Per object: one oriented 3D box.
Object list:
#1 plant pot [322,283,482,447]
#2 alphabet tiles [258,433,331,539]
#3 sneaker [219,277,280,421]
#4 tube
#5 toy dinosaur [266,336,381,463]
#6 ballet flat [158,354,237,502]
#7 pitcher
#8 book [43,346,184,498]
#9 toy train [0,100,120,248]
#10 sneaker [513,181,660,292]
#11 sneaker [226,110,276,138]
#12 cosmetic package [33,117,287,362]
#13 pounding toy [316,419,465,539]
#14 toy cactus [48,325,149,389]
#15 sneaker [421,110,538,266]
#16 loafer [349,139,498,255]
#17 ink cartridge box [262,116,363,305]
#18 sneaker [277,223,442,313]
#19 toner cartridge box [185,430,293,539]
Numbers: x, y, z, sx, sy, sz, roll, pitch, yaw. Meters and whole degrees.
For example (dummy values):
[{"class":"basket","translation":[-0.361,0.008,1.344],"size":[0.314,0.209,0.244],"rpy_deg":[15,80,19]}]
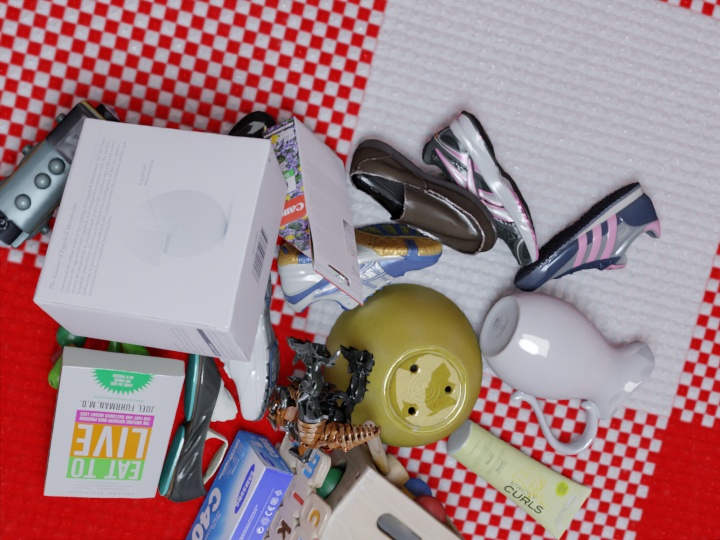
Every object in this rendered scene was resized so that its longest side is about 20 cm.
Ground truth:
[{"class":"plant pot","translation":[0.063,0.125,1.336],"size":[0.198,0.142,0.202],"rpy_deg":[-1,98,-10]},{"class":"alphabet tiles","translation":[-0.096,0.287,1.309],"size":[0.015,0.195,0.201],"rpy_deg":[22,93,-31]},{"class":"sneaker","translation":[-0.143,0.079,1.342],"size":[0.086,0.075,0.202],"rpy_deg":[-5,94,6]},{"class":"tube","translation":[0.199,0.259,1.426],"size":[0.199,0.052,0.058],"rpy_deg":[36,131,-17]},{"class":"toy dinosaur","translation":[-0.035,0.150,1.247],"size":[0.102,0.199,0.137],"rpy_deg":[13,90,-54]},{"class":"ballet flat","translation":[-0.188,0.181,1.345],"size":[0.068,0.068,0.202],"rpy_deg":[10,106,-20]},{"class":"pitcher","translation":[0.236,0.127,1.382],"size":[0.199,0.121,0.173],"rpy_deg":[25,96,-23]},{"class":"book","translation":[-0.282,0.176,1.289],"size":[0.132,0.048,0.201],"rpy_deg":[7,126,-15]},{"class":"toy train","translation":[-0.343,-0.106,1.251],"size":[0.200,0.114,0.085],"rpy_deg":[-46,101,-1]},{"class":"sneaker","translation":[0.283,-0.021,1.390],"size":[0.199,0.070,0.082],"rpy_deg":[-36,99,-2]},{"class":"sneaker","translation":[-0.150,-0.090,1.298],"size":[0.070,0.090,0.201],"rpy_deg":[31,92,-12]},{"class":"cosmetic package","translation":[-0.195,-0.030,1.148],"size":[0.198,0.123,0.201],"rpy_deg":[9,71,8]},{"class":"pounding toy","translation":[0.023,0.267,1.326],"size":[0.200,0.184,0.142],"rpy_deg":[40,89,-12]},{"class":"toy cactus","translation":[-0.292,0.042,1.304],"size":[0.200,0.102,0.165],"rpy_deg":[-42,83,0]},{"class":"sneaker","translation":[0.143,-0.090,1.366],"size":[0.086,0.080,0.201],"rpy_deg":[-28,101,16]},{"class":"loafer","translation":[0.066,-0.072,1.323],"size":[0.199,0.071,0.073],"rpy_deg":[31,135,7]},{"class":"ink cartridge box","translation":[-0.053,-0.059,1.257],"size":[0.050,0.109,0.201],"rpy_deg":[-22,57,22]},{"class":"sneaker","translation":[0.000,0.000,1.355],"size":[0.198,0.075,0.089],"rpy_deg":[-6,116,-7]},{"class":"toner cartridge box","translation":[-0.154,0.300,1.334],"size":[0.043,0.095,0.201],"rpy_deg":[22,98,-32]}]
